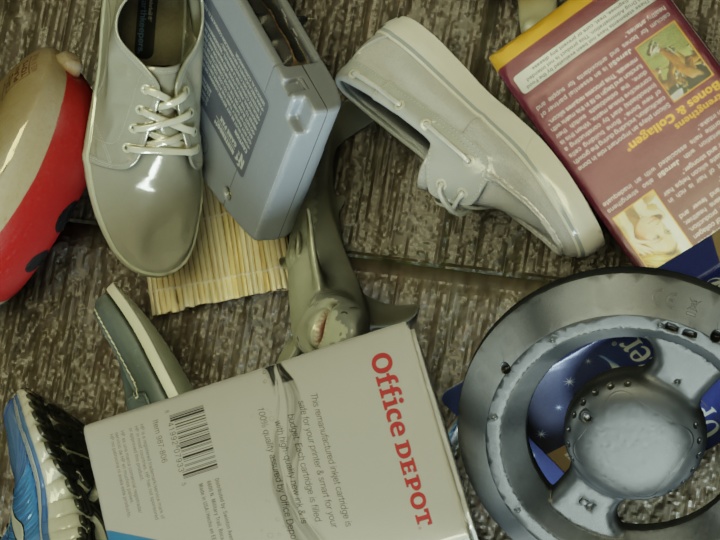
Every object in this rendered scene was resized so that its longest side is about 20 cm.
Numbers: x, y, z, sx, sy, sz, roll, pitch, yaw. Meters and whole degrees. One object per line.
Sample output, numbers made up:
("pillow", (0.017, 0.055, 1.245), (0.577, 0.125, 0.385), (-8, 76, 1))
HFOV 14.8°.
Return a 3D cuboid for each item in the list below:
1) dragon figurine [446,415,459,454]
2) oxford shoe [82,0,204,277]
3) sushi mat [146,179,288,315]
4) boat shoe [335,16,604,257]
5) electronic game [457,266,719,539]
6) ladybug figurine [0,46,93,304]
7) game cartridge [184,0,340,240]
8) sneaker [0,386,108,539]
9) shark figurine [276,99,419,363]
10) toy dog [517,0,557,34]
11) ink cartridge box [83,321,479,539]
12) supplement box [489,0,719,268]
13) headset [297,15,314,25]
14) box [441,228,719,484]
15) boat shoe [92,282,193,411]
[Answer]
("dragon figurine", (0.038, 0.179, 1.642), (0.099, 0.059, 0.200), (39, 91, 19))
("oxford shoe", (-0.125, -0.093, 1.670), (0.075, 0.058, 0.200), (-3, 101, -24))
("sushi mat", (-0.102, -0.074, 1.761), (0.096, 0.012, 0.200), (-13, 75, 13))
("boat shoe", (0.062, -0.069, 1.649), (0.068, 0.072, 0.200), (-39, 70, -9))
("electronic game", (0.153, 0.090, 1.544), (0.200, 0.042, 0.200), (5, 116, 9))
("ladybug figurine", (-0.218, -0.050, 1.730), (0.072, 0.136, 0.200), (27, 117, -17))
("game cartridge", (-0.079, -0.123, 1.688), (0.041, 0.133, 0.200), (-13, 55, -25))
("sneaker", (-0.196, 0.156, 1.685), (0.089, 0.079, 0.200), (-35, 45, 18))
("shark figurine", (-0.004, -0.006, 1.699), (0.089, 0.128, 0.215), (10, 50, -13))
("toy dog", (0.069, -0.246, 1.650), (0.139, 0.200, 0.194), (1, 78, 17))
("ink cartridge box", (-0.040, 0.135, 1.576), (0.200, 0.084, 0.145), (-18, 59, 4))
("supplement box", (0.181, -0.071, 1.641), (0.110, 0.086, 0.200), (-36, 71, 7))
("headset", (-0.052, -0.241, 1.739), (0.123, 0.094, 0.200), (-5, 81, 15))
("box", (0.159, 0.066, 1.589), (0.200, 0.121, 0.032), (-31, 37, 19))
("boat shoe", (-0.124, 0.103, 1.699), (0.062, 0.073, 0.200), (-29, 77, 4))
